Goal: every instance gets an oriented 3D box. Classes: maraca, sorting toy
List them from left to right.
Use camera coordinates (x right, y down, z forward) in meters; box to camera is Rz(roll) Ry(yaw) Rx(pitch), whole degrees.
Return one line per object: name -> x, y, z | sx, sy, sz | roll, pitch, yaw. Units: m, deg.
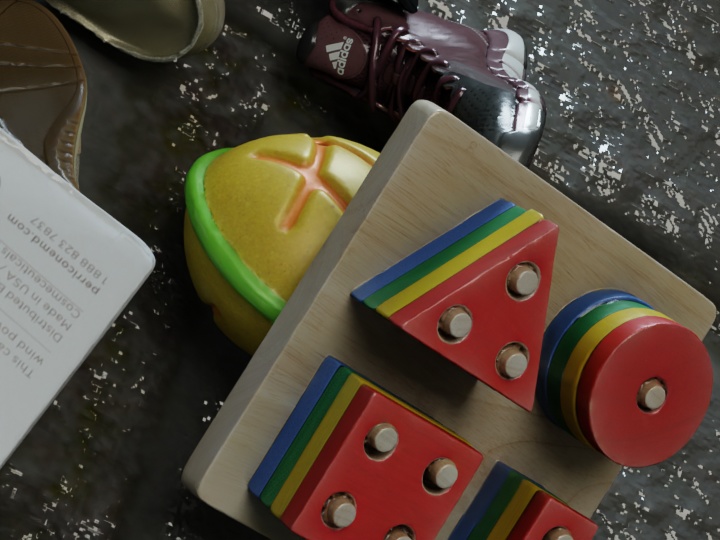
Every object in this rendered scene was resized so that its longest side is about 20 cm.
maraca -> 0.000, 0.000, 1.218 | 0.199, 0.107, 0.138 | 17, 38, -38
sorting toy -> 0.057, 0.062, 1.152 | 0.199, 0.070, 0.200 | 32, 90, -34

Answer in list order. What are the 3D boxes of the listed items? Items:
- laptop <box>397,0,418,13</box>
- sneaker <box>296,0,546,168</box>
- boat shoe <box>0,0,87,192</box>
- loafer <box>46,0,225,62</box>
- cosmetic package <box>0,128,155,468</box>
laptop -> 0.012, -0.265, 1.268 | 0.200, 0.103, 0.178 | 50, 27, -31
sneaker -> 0.023, -0.081, 1.254 | 0.115, 0.076, 0.200 | 20, 17, -8
boat shoe -> -0.159, -0.042, 1.171 | 0.072, 0.065, 0.201 | 1, 50, -21
loafer -> -0.146, -0.162, 1.203 | 0.200, 0.075, 0.069 | 42, 37, -21
cosmetic package -> -0.219, 0.033, 1.018 | 0.167, 0.200, 0.167 | 40, 56, -9
